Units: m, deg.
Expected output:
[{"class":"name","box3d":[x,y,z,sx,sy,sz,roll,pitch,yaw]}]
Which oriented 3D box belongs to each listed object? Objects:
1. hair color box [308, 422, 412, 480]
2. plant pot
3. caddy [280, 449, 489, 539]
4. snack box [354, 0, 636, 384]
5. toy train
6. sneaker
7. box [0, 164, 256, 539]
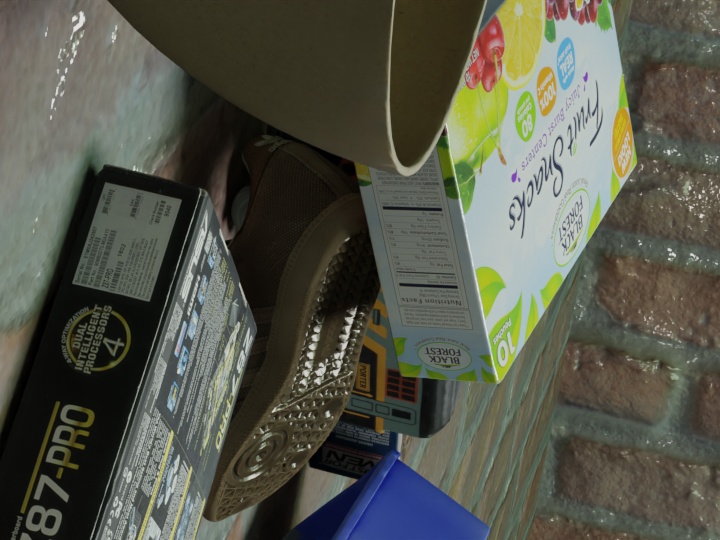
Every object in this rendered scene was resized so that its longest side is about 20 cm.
[{"class":"hair color box","box3d":[0.011,0.026,1.358,0.201,0.060,0.100,93,14,-46]},{"class":"plant pot","box3d":[-0.028,-0.141,0.709,0.200,0.133,0.202,12,90,-80]},{"class":"caddy","box3d":[-0.012,0.197,1.313,0.201,0.104,0.142,-56,175,-36]},{"class":"snack box","box3d":[0.062,-0.063,0.995,0.200,0.053,0.143,-53,138,-50]},{"class":"toy train","box3d":[0.000,0.000,1.104,0.201,0.113,0.086,92,14,-47]},{"class":"sneaker","box3d":[-0.043,0.025,1.019,0.070,0.076,0.201,-18,144,-41]},{"class":"box","box3d":[-0.094,0.083,0.867,0.161,0.049,0.202,71,33,-69]}]
